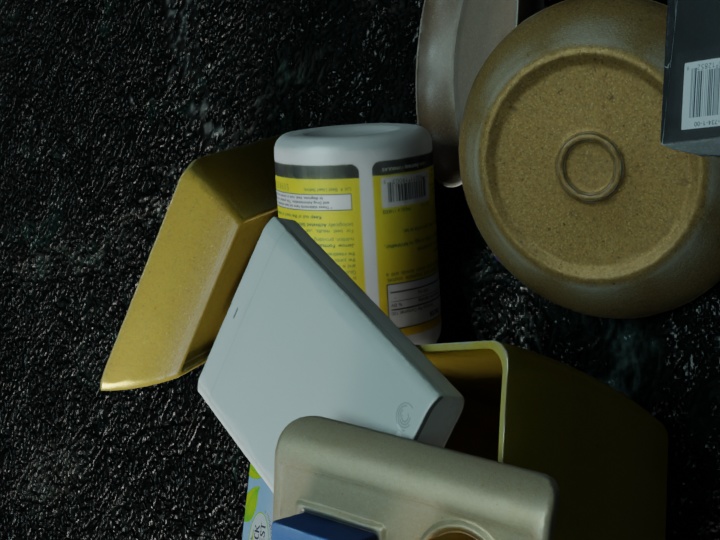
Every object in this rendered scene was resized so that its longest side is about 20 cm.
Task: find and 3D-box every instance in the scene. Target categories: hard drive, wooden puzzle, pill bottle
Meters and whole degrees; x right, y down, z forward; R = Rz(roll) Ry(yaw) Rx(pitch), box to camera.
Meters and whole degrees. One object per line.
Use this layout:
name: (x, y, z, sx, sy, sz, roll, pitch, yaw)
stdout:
hard drive: (-0.025, 0.074, 0.925, 0.200, 0.026, 0.132, 46, 119, 46)
wooden puzzle: (0.012, 0.191, 0.817, 0.185, 0.046, 0.201, 10, 96, 40)
pill bottle: (0.000, 0.000, 1.103, 0.112, 0.112, 0.201, 10, 107, 52)

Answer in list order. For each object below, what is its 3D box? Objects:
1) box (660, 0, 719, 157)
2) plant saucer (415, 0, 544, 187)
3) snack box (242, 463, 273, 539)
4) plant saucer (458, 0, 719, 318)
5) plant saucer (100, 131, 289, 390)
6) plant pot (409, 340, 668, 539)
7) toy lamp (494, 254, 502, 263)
box: (0.269, -0.124, 0.803, 0.200, 0.114, 0.133, -2, 83, 53)
plant saucer: (0.083, -0.156, 1.066, 0.200, 0.032, 0.201, -175, 90, -75)
snack box: (-0.017, 0.214, 1.139, 0.168, 0.068, 0.201, 5, 86, 52)
plant saucer: (0.144, -0.064, 0.938, 0.200, 0.035, 0.201, 7, 105, 27)
plant saucer: (-0.109, -0.001, 1.232, 0.048, 0.200, 0.200, 29, 110, 13)
plant pot: (0.078, 0.153, 0.943, 0.200, 0.176, 0.201, -6, 78, 51)
toy lamp: (0.136, -0.095, 1.014, 0.058, 0.058, 0.201, 34, 109, 49)
